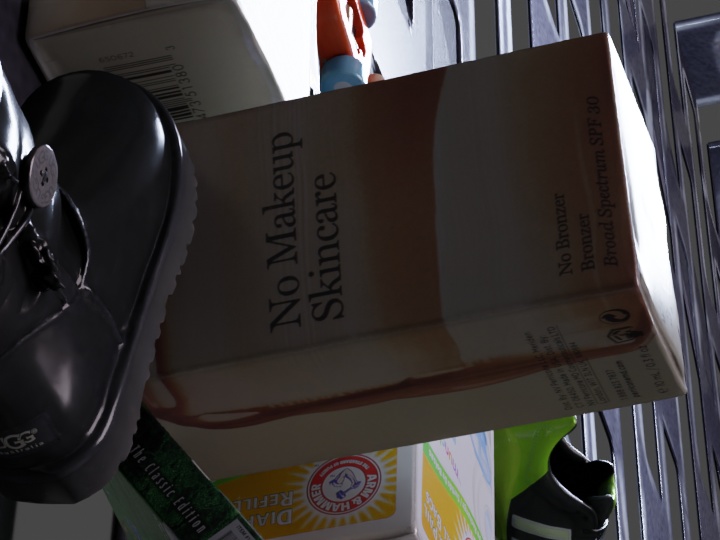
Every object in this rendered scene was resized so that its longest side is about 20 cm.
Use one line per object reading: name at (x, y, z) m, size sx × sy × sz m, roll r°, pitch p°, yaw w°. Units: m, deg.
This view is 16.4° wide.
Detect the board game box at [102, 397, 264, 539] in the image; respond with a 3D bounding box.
board game box at (-0.037, 0.122, 0.801) m, size 0.105 × 0.023 × 0.200 m, roll 47°, pitch -16°, yaw 40°

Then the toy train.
toy train at (-0.025, -0.179, 1.216) m, size 0.150 × 0.056 × 0.200 m, roll 68°, pitch 20°, yaw -44°

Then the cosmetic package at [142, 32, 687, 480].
cosmetic package at (0.000, 0.000, 0.837) m, size 0.087 × 0.200 × 0.103 m, roll 56°, pitch 25°, yaw -58°

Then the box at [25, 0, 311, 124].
box at (-0.066, -0.136, 0.935) m, size 0.095 × 0.078 × 0.200 m, roll 65°, pitch 19°, yaw -47°

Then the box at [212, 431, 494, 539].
box at (-0.010, 0.066, 0.959) m, size 0.200 × 0.101 × 0.113 m, roll -87°, pitch 161°, yaw -46°

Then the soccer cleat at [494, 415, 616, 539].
soccer cleat at (0.118, 0.155, 1.488) m, size 0.068 × 0.081 × 0.200 m, roll -85°, pitch 160°, yaw -50°

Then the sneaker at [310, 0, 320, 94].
sneaker at (-0.033, -0.159, 1.072) m, size 0.070 × 0.090 × 0.200 m, roll -72°, pitch 149°, yaw -65°

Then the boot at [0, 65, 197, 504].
boot at (-0.116, -0.054, 0.706) m, size 0.200 × 0.066 × 0.165 m, roll 60°, pitch 21°, yaw -44°
